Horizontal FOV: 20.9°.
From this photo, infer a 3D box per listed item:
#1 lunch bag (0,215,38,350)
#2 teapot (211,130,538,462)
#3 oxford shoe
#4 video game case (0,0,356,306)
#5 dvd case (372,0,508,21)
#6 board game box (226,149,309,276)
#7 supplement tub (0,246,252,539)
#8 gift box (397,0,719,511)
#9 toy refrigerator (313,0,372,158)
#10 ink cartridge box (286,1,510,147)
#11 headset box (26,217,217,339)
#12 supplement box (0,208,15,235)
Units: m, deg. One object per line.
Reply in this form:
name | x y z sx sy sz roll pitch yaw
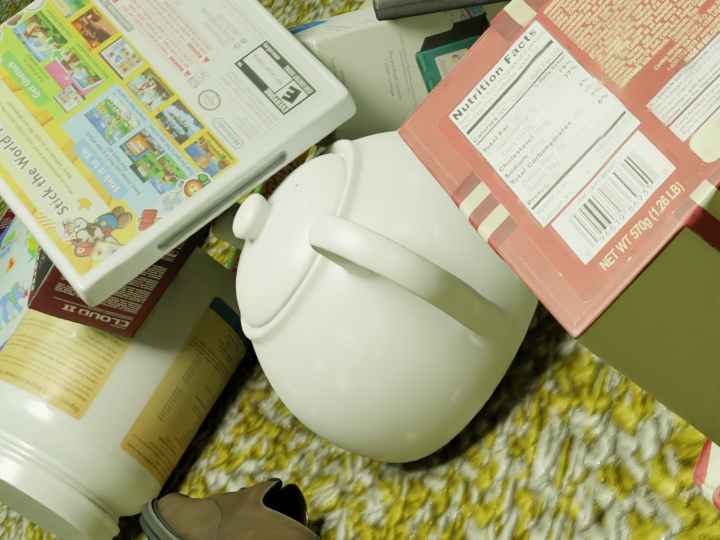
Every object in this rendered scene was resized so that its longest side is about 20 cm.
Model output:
lunch bag | -0.221 -0.016 1.604 0.170 0.127 0.200 -42 13 24
teapot | 0.000 0.000 1.055 0.200 0.146 0.198 -47 24 38
oxford shoe | -0.067 0.156 1.109 0.084 0.073 0.200 -39 20 -15
video game case | -0.129 -0.097 1.096 0.182 0.023 0.200 -37 56 -9
dvd case | 0.097 -0.185 1.150 0.142 0.018 0.200 -8 17 17
board game box | -0.061 -0.064 1.408 0.200 0.030 0.096 120 171 -45
supplement tub | -0.174 0.076 1.331 0.200 0.145 0.145 -58 22 -17
gift box | 0.153 -0.019 0.765 0.185 0.187 0.200 -45 41 13
toy refrigerator | 0.028 -0.127 1.354 0.076 0.070 0.200 -45 20 38
ink cartridge box | 0.050 -0.132 1.169 0.200 0.067 0.116 -18 13 -19
headset box | -0.140 -0.063 1.213 0.200 0.077 0.149 129 153 -52
supplement box | -0.306 -0.055 1.934 0.200 0.061 0.109 -60 23 -17
